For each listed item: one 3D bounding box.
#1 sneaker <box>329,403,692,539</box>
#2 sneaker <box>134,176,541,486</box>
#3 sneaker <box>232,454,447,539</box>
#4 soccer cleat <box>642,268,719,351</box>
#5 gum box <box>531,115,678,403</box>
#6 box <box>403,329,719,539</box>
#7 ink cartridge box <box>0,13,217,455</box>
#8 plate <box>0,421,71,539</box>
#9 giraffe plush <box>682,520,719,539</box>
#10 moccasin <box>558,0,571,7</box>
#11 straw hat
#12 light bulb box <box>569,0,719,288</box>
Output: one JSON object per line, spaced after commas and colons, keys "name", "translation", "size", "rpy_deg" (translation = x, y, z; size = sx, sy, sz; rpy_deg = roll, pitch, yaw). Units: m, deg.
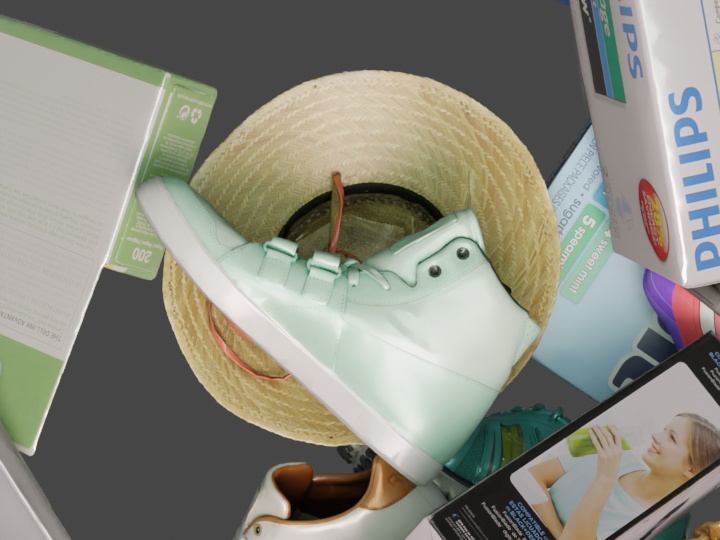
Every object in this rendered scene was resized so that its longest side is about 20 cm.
{"name": "sneaker", "translation": [0.077, 0.105, 1.533], "size": [0.200, 0.078, 0.080], "rpy_deg": [22, 72, -6]}
{"name": "sneaker", "translation": [-0.007, -0.004, 1.427], "size": [0.200, 0.074, 0.118], "rpy_deg": [41, 89, -2]}
{"name": "sneaker", "translation": [-0.048, 0.143, 1.500], "size": [0.200, 0.073, 0.085], "rpy_deg": [-28, 107, 19]}
{"name": "soccer cleat", "translation": [0.204, 0.075, 1.485], "size": [0.200, 0.068, 0.073], "rpy_deg": [44, 96, -5]}
{"name": "gum box", "translation": [0.182, 0.006, 1.535], "size": [0.200, 0.045, 0.170], "rpy_deg": [33, 91, -1]}
{"name": "box", "translation": [0.098, 0.118, 1.419], "size": [0.200, 0.117, 0.060], "rpy_deg": [-30, 76, -33]}
{"name": "ink cartridge box", "translation": [-0.168, -0.020, 1.492], "size": [0.145, 0.048, 0.200], "rpy_deg": [20, 93, 36]}
{"name": "plate", "translation": [-0.224, 0.103, 1.482], "size": [0.032, 0.200, 0.200], "rpy_deg": [-32, 91, -40]}
{"name": "giraffe plush", "translation": [0.174, 0.196, 1.443], "size": [0.162, 0.172, 0.200], "rpy_deg": [-42, 127, -23]}
{"name": "moccasin", "translation": [0.182, -0.151, 1.524], "size": [0.200, 0.080, 0.068], "rpy_deg": [14, 86, -15]}
{"name": "straw hat", "translation": [0.000, 0.000, 1.508], "size": [0.201, 0.085, 0.201], "rpy_deg": [0, 80, 1]}
{"name": "light bulb box", "translation": [0.213, -0.114, 1.429], "size": [0.200, 0.125, 0.199], "rpy_deg": [-13, 101, -10]}
